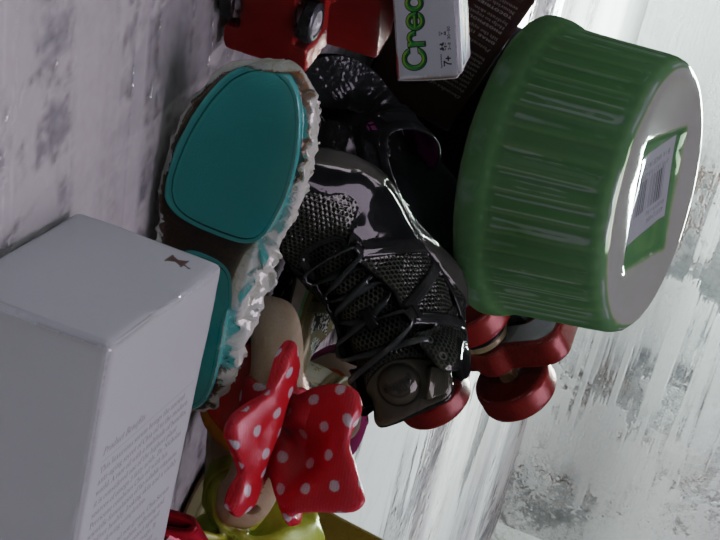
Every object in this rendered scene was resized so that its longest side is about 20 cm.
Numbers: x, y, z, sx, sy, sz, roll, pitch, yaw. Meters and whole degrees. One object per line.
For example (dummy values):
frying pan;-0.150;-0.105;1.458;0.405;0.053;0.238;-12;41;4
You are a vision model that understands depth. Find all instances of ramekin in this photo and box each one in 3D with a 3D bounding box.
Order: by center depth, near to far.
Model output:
ramekin;0.147;-0.057;0.972;0.200;0.097;0.201;-40;138;-49

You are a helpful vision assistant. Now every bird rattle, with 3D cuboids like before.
bird rattle;-0.064;0.088;0.832;0.200;0.112;0.164;105;-15;-50

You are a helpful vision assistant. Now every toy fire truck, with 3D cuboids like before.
toy fire truck;-0.018;-0.174;0.741;0.141;0.049;0.201;-59;163;-45
toy fire truck;0.091;0.029;1.233;0.112;0.199;0.168;55;43;-32

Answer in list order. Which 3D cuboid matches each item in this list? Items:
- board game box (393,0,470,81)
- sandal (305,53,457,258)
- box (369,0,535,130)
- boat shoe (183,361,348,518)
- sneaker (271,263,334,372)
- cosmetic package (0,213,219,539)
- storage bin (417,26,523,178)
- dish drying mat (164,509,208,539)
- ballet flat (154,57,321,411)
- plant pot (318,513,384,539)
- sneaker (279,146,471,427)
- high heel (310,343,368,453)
board game box;0.033;-0.202;0.761;0.126;0.034;0.201;-61;148;-77
sandal;0.025;-0.063;0.902;0.200;0.048;0.076;40;66;-42
box;0.075;-0.185;0.954;0.100;0.075;0.200;-62;-176;-26
boat shoe;-0.069;0.147;0.982;0.073;0.062;0.201;76;36;-70
sneaker;0.000;0.000;0.955;0.077;0.088;0.201;165;-52;-78
cosmetic package;-0.126;0.090;0.620;0.101;0.071;0.201;-43;150;-65
storage bin;0.069;-0.073;1.115;0.134;0.145;0.201;99;13;-81
dish drying mat;-0.108;0.157;0.793;0.200;0.076;0.018;84;20;-64
ballet flat;-0.066;-0.022;0.736;0.201;0.071;0.072;-68;171;28
plant pot;-0.046;0.300;1.055;0.200;0.193;0.196;-57;163;-27
sneaker;0.004;0.012;0.852;0.199;0.076;0.115;45;27;-44
high heel;-0.015;0.090;1.123;0.096;0.067;0.200;-49;173;-35
